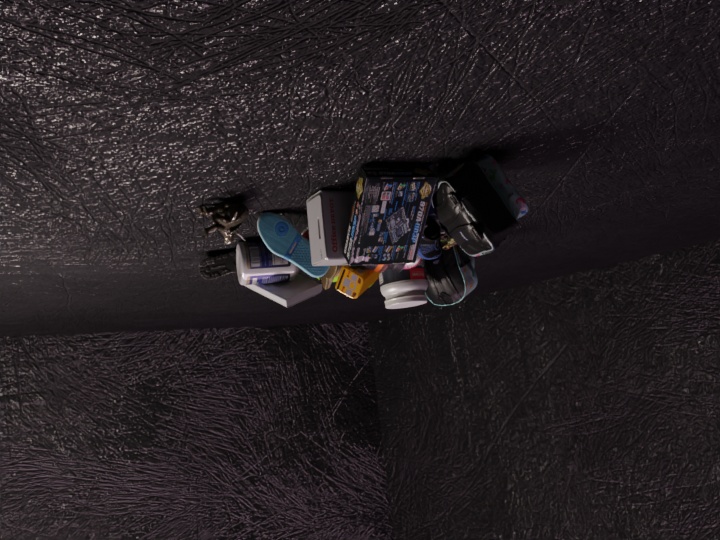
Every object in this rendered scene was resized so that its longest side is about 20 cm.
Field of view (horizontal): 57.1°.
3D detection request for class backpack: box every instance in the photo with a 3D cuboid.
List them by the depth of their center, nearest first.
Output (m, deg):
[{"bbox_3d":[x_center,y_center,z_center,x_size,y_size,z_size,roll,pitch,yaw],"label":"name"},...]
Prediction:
[{"bbox_3d":[0.230,-0.125,1.331,0.149,0.179,0.200,-36,178,-14],"label":"backpack"},{"bbox_3d":[0.259,-0.004,1.989,0.173,0.205,0.152,-17,-178,39],"label":"backpack"}]

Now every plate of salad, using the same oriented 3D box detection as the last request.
[{"bbox_3d":[0.212,-0.077,1.751,0.194,0.050,0.200,-8,174,-1],"label":"plate of salad"}]

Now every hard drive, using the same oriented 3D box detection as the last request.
[{"bbox_3d":[-0.216,0.037,1.795,0.197,0.027,0.130,22,-148,39],"label":"hard drive"}]

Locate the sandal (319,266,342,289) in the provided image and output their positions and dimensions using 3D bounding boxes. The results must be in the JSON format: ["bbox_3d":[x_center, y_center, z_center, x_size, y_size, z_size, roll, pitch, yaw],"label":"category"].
[{"bbox_3d":[-0.073,-0.010,1.710,0.053,0.082,0.201,-19,164,-16],"label":"sandal"}]

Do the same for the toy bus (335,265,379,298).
[{"bbox_3d":[0.000,0.000,1.637,0.077,0.066,0.200,26,-158,11],"label":"toy bus"}]

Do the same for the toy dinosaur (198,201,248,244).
[{"bbox_3d":[-0.274,-0.115,1.375,0.100,0.079,0.199,-16,170,-29],"label":"toy dinosaur"}]

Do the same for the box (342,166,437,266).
[{"bbox_3d":[0.057,-0.107,1.330,0.155,0.204,0.046,-4,-145,-23],"label":"box"}]

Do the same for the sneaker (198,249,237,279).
[{"bbox_3d":[-0.346,-0.028,1.835,0.194,0.078,0.088,-6,-170,-5],"label":"sneaker"}]

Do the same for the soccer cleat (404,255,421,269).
[{"bbox_3d":[0.079,-0.054,1.706,0.085,0.071,0.198,27,175,-33],"label":"soccer cleat"}]

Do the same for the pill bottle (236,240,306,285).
[{"bbox_3d":[-0.227,-0.024,1.757,0.194,0.114,0.111,-4,170,-19],"label":"pill bottle"}]

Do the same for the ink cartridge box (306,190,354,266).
[{"bbox_3d":[-0.013,-0.091,1.438,0.195,0.149,0.084,-2,172,-31],"label":"ink cartridge box"}]

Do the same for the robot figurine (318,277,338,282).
[{"bbox_3d":[-0.058,-0.032,1.828,0.196,0.119,0.174,-14,162,36],"label":"robot figurine"}]

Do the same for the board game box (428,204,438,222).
[{"bbox_3d":[0.154,-0.130,1.649,0.195,0.045,0.198,-10,171,19],"label":"board game box"}]

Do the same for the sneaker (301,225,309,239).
[{"bbox_3d":[-0.047,-0.085,1.625,0.194,0.087,0.077,-6,170,-9],"label":"sneaker"}]

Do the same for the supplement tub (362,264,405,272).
[{"bbox_3d":[0.016,-0.062,1.562,0.195,0.110,0.107,19,163,-14],"label":"supplement tub"}]

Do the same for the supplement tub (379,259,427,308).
[{"bbox_3d":[0.117,-0.003,1.877,0.136,0.206,0.140,-7,171,-1],"label":"supplement tub"}]

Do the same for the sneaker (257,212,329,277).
[{"bbox_3d":[-0.165,-0.062,1.552,0.080,0.199,0.130,-49,-166,-2],"label":"sneaker"}]

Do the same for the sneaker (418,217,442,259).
[{"bbox_3d":[0.165,-0.078,1.583,0.076,0.072,0.199,-6,162,30],"label":"sneaker"}]
